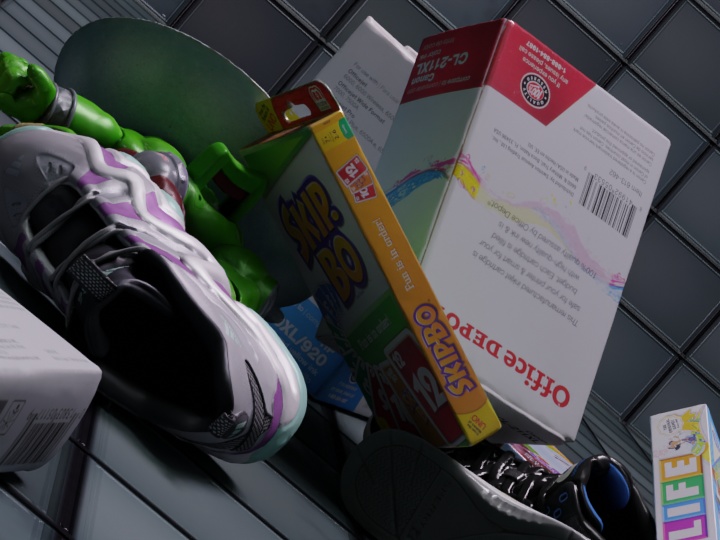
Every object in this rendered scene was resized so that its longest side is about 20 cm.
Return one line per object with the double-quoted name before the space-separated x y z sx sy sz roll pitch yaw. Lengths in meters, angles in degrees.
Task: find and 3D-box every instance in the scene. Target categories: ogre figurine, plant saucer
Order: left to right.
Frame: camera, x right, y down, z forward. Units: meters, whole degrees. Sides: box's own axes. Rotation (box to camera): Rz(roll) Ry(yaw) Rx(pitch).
"ogre figurine" -0.109 -0.028 1.247 0.200 0.099 0.120 27 5 40
"plant saucer" -0.105 -0.048 1.378 0.200 0.039 0.202 26 -39 23

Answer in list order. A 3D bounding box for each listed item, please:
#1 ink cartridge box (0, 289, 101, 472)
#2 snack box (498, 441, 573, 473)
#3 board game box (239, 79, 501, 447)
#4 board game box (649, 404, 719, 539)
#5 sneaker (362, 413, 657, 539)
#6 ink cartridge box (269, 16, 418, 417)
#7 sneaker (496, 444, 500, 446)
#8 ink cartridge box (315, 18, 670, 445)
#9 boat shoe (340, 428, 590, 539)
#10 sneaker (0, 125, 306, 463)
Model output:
"ink cartridge box" -0.190 -0.010 0.796 0.200 0.057 0.163 34 4 10
"snack box" 0.139 0.179 1.519 0.169 0.068 0.200 44 4 7
"board game box" 0.000 0.000 1.272 0.095 0.030 0.201 -11 -75 65
"board game box" 0.205 0.192 1.363 0.135 0.034 0.201 -86 157 -50
"sneaker" 0.092 0.118 1.348 0.200 0.112 0.073 44 48 19
"ink cartridge box" 0.011 -0.029 1.575 0.145 0.200 0.147 43 5 21
"sneaker" 0.074 0.093 1.722 0.200 0.075 0.106 39 3 -42
"ink cartridge box" 0.077 -0.019 1.406 0.146 0.201 0.083 33 -23 -32
"boat shoe" 0.079 0.154 1.255 0.202 0.075 0.065 34 1 20
"sneaker" -0.111 0.000 1.082 0.200 0.078 0.140 42 4 15
